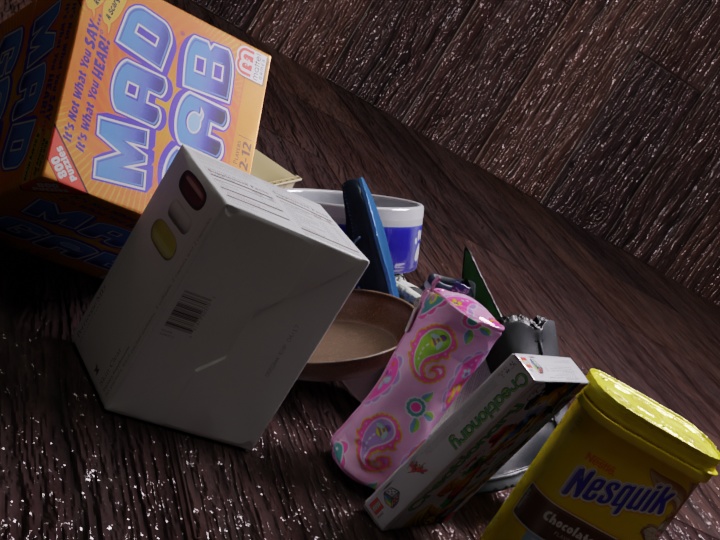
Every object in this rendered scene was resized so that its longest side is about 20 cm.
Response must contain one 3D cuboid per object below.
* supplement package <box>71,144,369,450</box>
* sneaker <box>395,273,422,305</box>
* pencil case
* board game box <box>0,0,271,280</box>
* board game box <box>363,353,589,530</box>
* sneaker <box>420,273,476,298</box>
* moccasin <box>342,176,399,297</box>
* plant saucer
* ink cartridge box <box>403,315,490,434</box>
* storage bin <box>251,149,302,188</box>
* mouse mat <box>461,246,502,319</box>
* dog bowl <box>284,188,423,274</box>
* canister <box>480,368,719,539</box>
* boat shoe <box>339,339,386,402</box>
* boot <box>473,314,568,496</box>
[{"bbox_3d":[-0.121,0.025,1.111,0.155,0.201,0.111,22,17,-37],"label":"supplement package"},{"bbox_3d":[0.036,0.026,1.575,0.087,0.076,0.199,-21,26,-37],"label":"sneaker"},{"bbox_3d":[0.050,0.107,1.219,0.087,0.201,0.087,30,8,-5],"label":"pencil case"},{"bbox_3d":[-0.231,-0.122,1.212,0.199,0.202,0.199,22,-23,-36],"label":"board game box"},{"bbox_3d":[0.105,0.154,1.180,0.035,0.200,0.126,51,21,25],"label":"board game box"},{"bbox_3d":[0.148,0.085,1.717,0.199,0.109,0.070,34,14,5],"label":"sneaker"},{"bbox_3d":[0.000,0.000,1.463,0.067,0.202,0.080,-11,5,9],"label":"moccasin"},{"bbox_3d":[-0.035,0.069,1.356,0.198,0.037,0.201,-3,20,1],"label":"plant saucer"},{"bbox_3d":[0.112,0.147,1.405,0.199,0.120,0.042,31,-32,-18],"label":"ink cartridge box"},{"bbox_3d":[-0.202,-0.127,1.697,0.199,0.094,0.198,35,14,7],"label":"storage bin"},{"bbox_3d":[0.180,0.075,1.741,0.161,0.007,0.201,79,-15,-74],"label":"mouse mat"},{"bbox_3d":[-0.025,-0.049,1.594,0.198,0.080,0.200,5,8,-1],"label":"dog bowl"},{"bbox_3d":[0.222,0.214,1.237,0.148,0.201,0.087,29,14,-15],"label":"canister"},{"bbox_3d":[0.044,0.124,1.461,0.199,0.075,0.093,27,-2,-24],"label":"boat shoe"},{"bbox_3d":[0.145,0.136,1.357,0.199,0.076,0.170,-9,82,-42],"label":"boot"}]
